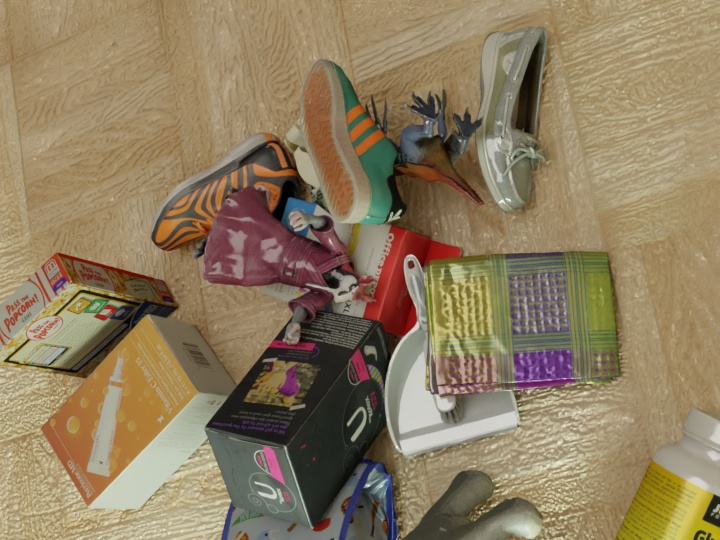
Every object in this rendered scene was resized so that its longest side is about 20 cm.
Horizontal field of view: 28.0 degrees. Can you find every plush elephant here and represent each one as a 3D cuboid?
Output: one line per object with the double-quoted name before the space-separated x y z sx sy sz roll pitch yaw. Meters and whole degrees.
"plush elephant" 0.112 0.323 1.434 0.200 0.155 0.165 -38 15 -17

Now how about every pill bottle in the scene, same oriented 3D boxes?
"pill bottle" 0.308 0.235 1.350 0.112 0.112 0.201 26 94 30

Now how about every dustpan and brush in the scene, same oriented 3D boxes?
"dustpan and brush" 0.078 0.082 1.524 0.139 0.057 0.201 -16 73 13

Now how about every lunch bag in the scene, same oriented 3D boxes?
"lunch bag" -0.057 0.299 1.535 0.170 0.124 0.201 -6 64 30

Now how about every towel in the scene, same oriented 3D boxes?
"towel" 0.161 0.052 1.485 0.199 0.023 0.144 -5 79 7

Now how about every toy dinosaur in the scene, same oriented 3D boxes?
"toy dinosaur" 0.048 -0.123 1.546 0.182 0.105 0.201 128 146 -56

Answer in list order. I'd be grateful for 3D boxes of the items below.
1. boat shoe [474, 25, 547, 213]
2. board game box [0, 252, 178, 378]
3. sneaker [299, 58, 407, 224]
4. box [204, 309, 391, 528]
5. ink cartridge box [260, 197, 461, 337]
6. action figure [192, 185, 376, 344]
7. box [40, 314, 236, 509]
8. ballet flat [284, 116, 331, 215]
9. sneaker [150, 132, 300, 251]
"boat shoe" 0.166 -0.162 1.529 0.065 0.074 0.203 -7 70 32
"board game box" -0.332 0.058 1.692 0.151 0.200 0.046 -40 64 16
"sneaker" -0.007 -0.132 1.519 0.071 0.080 0.201 -42 52 43
"box" -0.055 0.149 1.510 0.106 0.123 0.200 10 44 30
"ink cartridge box" 0.000 0.000 1.593 0.199 0.067 0.117 16 89 30
"action figure" -0.072 -0.004 1.552 0.199 0.149 0.134 22 99 11
"box" -0.256 0.168 1.688 0.200 0.097 0.124 -46 63 15
"ballet flat" -0.048 -0.133 1.603 0.074 0.074 0.200 -47 38 14
"sneaker" -0.155 -0.063 1.687 0.200 0.078 0.112 -39 64 18
